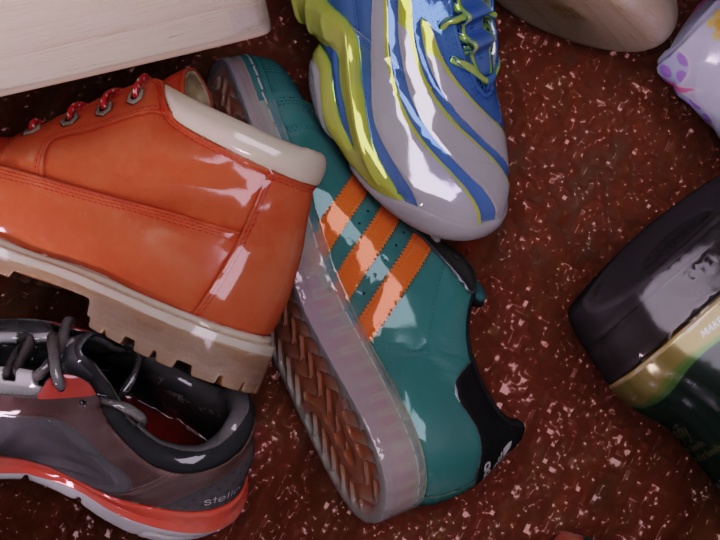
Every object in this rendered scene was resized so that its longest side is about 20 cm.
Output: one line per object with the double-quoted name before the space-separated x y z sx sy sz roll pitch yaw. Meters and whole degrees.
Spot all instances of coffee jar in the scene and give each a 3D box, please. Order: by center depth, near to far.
"coffee jar" 0.179 0.060 1.142 0.104 0.085 0.200 -41 87 -8

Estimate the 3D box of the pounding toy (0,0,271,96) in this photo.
"pounding toy" -0.117 -0.150 1.105 0.199 0.184 0.143 -14 98 -10

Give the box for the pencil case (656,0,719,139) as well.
"pencil case" 0.214 -0.047 1.158 0.091 0.083 0.200 -44 88 -5

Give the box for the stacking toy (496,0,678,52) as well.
"stacking toy" 0.119 -0.196 1.174 0.085 0.085 0.201 21 78 -2

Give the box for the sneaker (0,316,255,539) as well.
"sneaker" -0.131 0.040 1.112 0.199 0.082 0.077 14 49 -10

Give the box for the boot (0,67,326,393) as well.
"boot" -0.107 -0.039 1.114 0.199 0.075 0.108 23 95 19

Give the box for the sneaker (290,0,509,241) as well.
"sneaker" 0.022 -0.116 1.120 0.076 0.105 0.201 -10 68 -35

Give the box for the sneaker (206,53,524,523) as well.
"sneaker" 0.000 0.000 1.150 0.080 0.071 0.201 -17 79 -26

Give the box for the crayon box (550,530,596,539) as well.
"crayon box" 0.139 0.171 1.070 0.199 0.127 0.051 15 116 21
